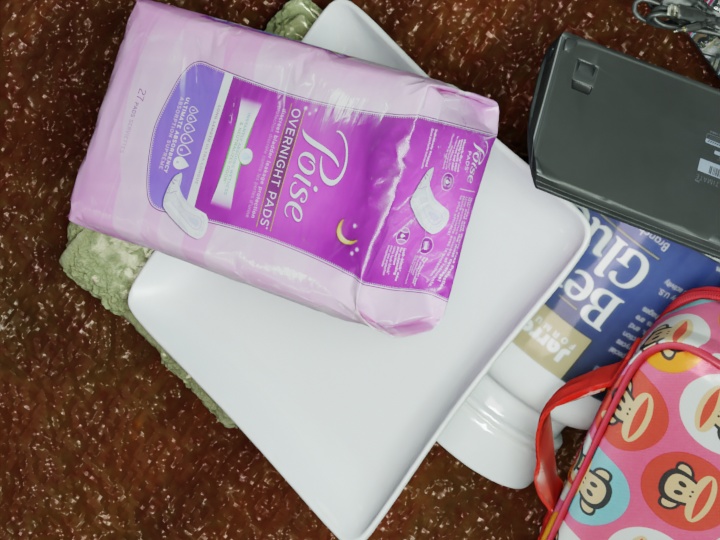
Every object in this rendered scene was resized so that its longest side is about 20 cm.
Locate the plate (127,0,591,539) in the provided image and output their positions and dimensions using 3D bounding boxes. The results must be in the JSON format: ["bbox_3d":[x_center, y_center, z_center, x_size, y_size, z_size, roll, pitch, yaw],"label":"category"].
[{"bbox_3d":[0.000,0.000,1.448,0.200,0.032,0.200,45,108,30],"label":"plate"}]

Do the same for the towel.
[{"bbox_3d":[-0.044,-0.027,1.521,0.148,0.036,0.200,45,104,-2],"label":"towel"}]

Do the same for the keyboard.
[{"bbox_3d":[0.176,-0.064,1.381,0.200,0.021,0.127,21,72,-13],"label":"keyboard"}]

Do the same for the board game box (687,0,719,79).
[{"bbox_3d":[0.246,-0.168,1.439,0.200,0.035,0.136,-35,93,15],"label":"board game box"}]

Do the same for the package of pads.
[{"bbox_3d":[-0.041,-0.051,1.420,0.200,0.076,0.121,19,95,35],"label":"package of pads"}]

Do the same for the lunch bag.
[{"bbox_3d":[0.162,0.112,1.403,0.176,0.082,0.200,29,125,6],"label":"lunch bag"}]

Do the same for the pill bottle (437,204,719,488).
[{"bbox_3d":[0.112,0.008,1.459,0.111,0.111,0.200,38,105,1],"label":"pill bottle"}]
